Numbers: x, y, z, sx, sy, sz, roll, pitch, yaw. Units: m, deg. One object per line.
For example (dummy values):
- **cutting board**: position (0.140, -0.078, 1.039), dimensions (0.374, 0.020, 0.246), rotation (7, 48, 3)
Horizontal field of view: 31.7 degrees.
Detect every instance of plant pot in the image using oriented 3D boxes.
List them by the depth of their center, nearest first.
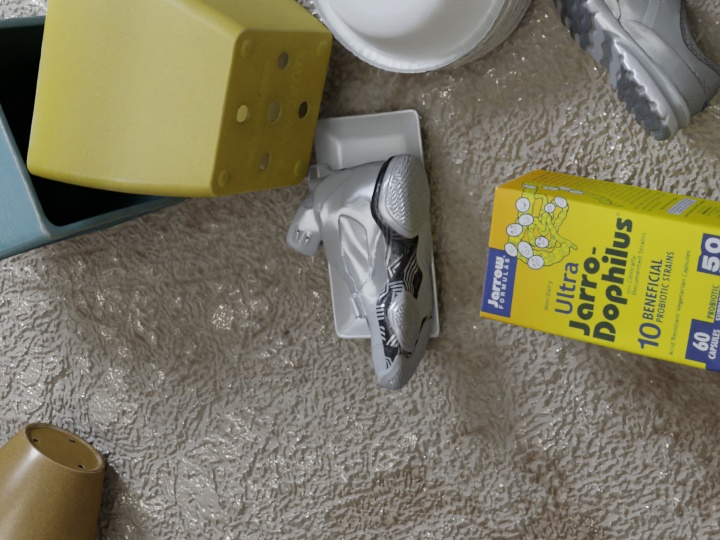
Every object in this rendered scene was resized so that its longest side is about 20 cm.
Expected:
- **plant pot**: position (-0.139, -0.159, 1.073), dimensions (0.175, 0.199, 0.203), rotation (22, 110, 29)
- **plant pot**: position (-0.322, -0.109, 1.200), dimensions (0.198, 0.195, 0.199), rotation (-21, 91, 35)
- **plant pot**: position (-0.348, 0.267, 1.301), dimensions (0.185, 0.186, 0.202), rotation (32, 100, 16)

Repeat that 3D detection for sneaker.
- **sneaker**: position (0.215, -0.202, 0.999), dimensions (0.081, 0.075, 0.202), rotation (-29, 81, -8)
- **sneaker**: position (0.000, 0.000, 1.104), dimensions (0.113, 0.075, 0.204), rotation (3, 97, 25)

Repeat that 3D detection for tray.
- **tray**: position (0.017, -0.040, 1.139), dimensions (0.106, 0.022, 0.204), rotation (-2, 100, 25)

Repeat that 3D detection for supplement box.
- **supplement box**: position (0.208, -0.005, 1.006), dimensions (0.197, 0.109, 0.111), rotation (12, 106, 23)

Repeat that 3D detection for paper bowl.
- **paper bowl**: position (0.041, -0.262, 1.028), dimensions (0.198, 0.104, 0.204), rotation (8, 107, 29)
